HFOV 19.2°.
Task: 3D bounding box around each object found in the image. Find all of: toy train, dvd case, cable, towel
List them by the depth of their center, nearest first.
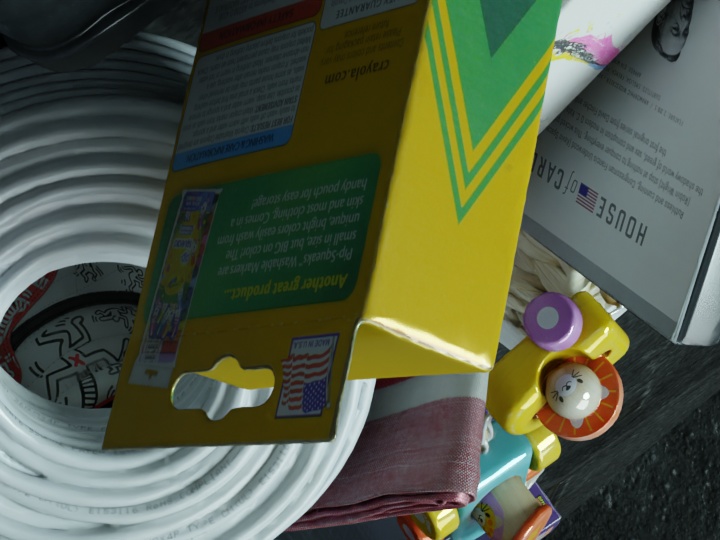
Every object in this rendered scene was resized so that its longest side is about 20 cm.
[{"bbox_3d":[-0.092,0.021,0.738,0.199,0.201,0.069,-22,-153,0],"label":"cable"},{"bbox_3d":[0.108,-0.095,0.756,0.025,0.150,0.202,5,110,-29],"label":"dvd case"},{"bbox_3d":[0.000,0.000,0.829,0.023,0.202,0.143,22,154,-38],"label":"towel"},{"bbox_3d":[0.102,0.059,0.913,0.150,0.056,0.200,-7,140,-51],"label":"toy train"}]

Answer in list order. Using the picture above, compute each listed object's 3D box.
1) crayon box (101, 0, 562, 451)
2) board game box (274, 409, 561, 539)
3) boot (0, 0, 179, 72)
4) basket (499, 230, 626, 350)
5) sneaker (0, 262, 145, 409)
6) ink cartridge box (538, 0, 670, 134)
[{"bbox_3d":[-0.005,-0.039,0.632,0.051,0.202,0.125,22,163,-33],"label":"crayon box"},{"bbox_3d":[-0.022,0.093,1.086,0.165,0.201,0.057,-32,168,-16],"label":"board game box"},{"bbox_3d":[-0.073,-0.136,0.536,0.165,0.066,0.200,-45,158,6],"label":"boot"},{"bbox_3d":[0.108,-0.080,0.942,0.200,0.135,0.124,-38,161,-27],"label":"basket"},{"bbox_3d":[-0.089,0.019,0.881,0.067,0.108,0.201,-44,164,31],"label":"sneaker"},{"bbox_3d":[0.035,-0.111,0.731,0.067,0.117,0.200,-11,151,-49],"label":"ink cartridge box"}]
